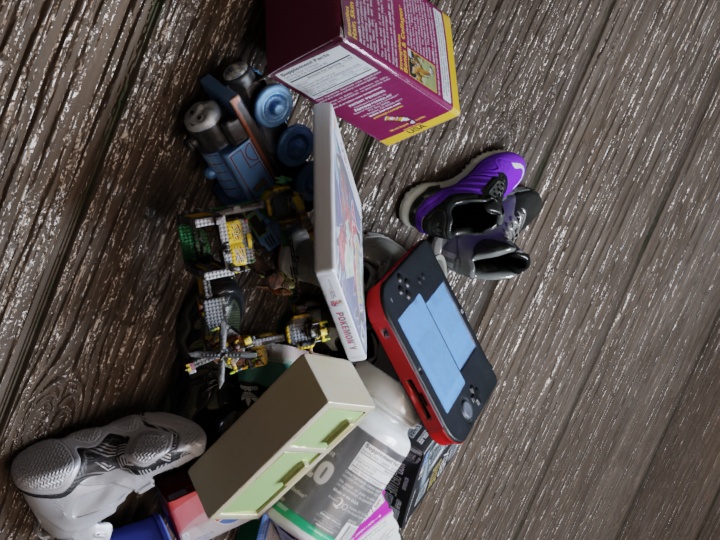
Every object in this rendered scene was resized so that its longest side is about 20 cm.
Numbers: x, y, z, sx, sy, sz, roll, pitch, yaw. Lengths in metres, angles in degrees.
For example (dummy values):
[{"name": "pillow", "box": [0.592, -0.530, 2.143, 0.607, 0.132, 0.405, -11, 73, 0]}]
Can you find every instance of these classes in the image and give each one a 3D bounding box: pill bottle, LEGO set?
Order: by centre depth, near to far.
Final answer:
[{"name": "LEGO set", "box": [-0.100, 0.009, 1.103, 0.154, 0.116, 0.200, -3, 96, -19]}, {"name": "pill bottle", "box": [-0.016, 0.206, 1.266, 0.200, 0.113, 0.113, -56, 137, -5]}]

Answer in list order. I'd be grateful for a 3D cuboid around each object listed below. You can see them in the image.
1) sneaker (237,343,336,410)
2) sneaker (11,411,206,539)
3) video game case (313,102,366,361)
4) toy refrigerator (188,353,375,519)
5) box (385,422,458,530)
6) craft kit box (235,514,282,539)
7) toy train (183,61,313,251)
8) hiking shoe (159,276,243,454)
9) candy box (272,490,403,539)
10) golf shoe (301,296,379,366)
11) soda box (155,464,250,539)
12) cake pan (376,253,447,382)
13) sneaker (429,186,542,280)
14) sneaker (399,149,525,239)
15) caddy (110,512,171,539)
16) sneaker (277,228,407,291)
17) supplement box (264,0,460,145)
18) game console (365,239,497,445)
[{"name": "sneaker", "box": [-0.080, 0.128, 1.263, 0.200, 0.071, 0.080, 22, 72, -61]}, {"name": "sneaker", "box": [-0.259, 0.223, 1.198, 0.200, 0.075, 0.115, -11, 125, -16]}, {"name": "video game case", "box": [-0.020, -0.036, 1.148, 0.182, 0.023, 0.200, 72, 14, -57]}, {"name": "toy refrigerator", "box": [-0.083, 0.177, 1.172, 0.200, 0.070, 0.076, -46, 145, 23]}, {"name": "box", "box": [0.088, 0.227, 1.494, 0.158, 0.050, 0.200, -47, 159, -37]}, {"name": "craft kit box", "box": [-0.063, 0.300, 1.468, 0.197, 0.049, 0.200, 4, 108, -42]}, {"name": "toy train", "box": [-0.109, -0.120, 1.180, 0.114, 0.087, 0.200, -41, 134, -13]}, {"name": "hiking shoe", "box": [-0.153, 0.109, 1.239, 0.076, 0.101, 0.200, 0, 110, -44]}, {"name": "candy box", "box": [-0.020, 0.348, 1.459, 0.136, 0.061, 0.200, -39, 132, -24]}, {"name": "golf shoe", "box": [-0.004, 0.101, 1.384, 0.200, 0.094, 0.078, 25, 91, -49]}, {"name": "soda box", "box": [-0.131, 0.245, 1.319, 0.200, 0.063, 0.070, -22, 111, -19]}, {"name": "cake pan", "box": [0.063, 0.074, 1.400, 0.200, 0.037, 0.200, 12, 90, -75]}, {"name": "sneaker", "box": [0.195, -0.037, 1.485, 0.200, 0.115, 0.075, -31, 129, -28]}, {"name": "sneaker", "box": [0.153, -0.086, 1.431, 0.200, 0.099, 0.070, -28, 130, -31]}, {"name": "caddy", "box": [-0.223, 0.358, 1.241, 0.105, 0.200, 0.141, -13, 119, -20]}, {"name": "sneaker", "box": [0.000, 0.000, 1.335, 0.200, 0.092, 0.076, 0, 109, -46]}, {"name": "supplement box", "box": [0.004, -0.233, 1.174, 0.200, 0.103, 0.131, 25, 55, -47]}, {"name": "game console", "box": [0.085, 0.079, 1.272, 0.200, 0.031, 0.177, 63, 33, -11]}]
